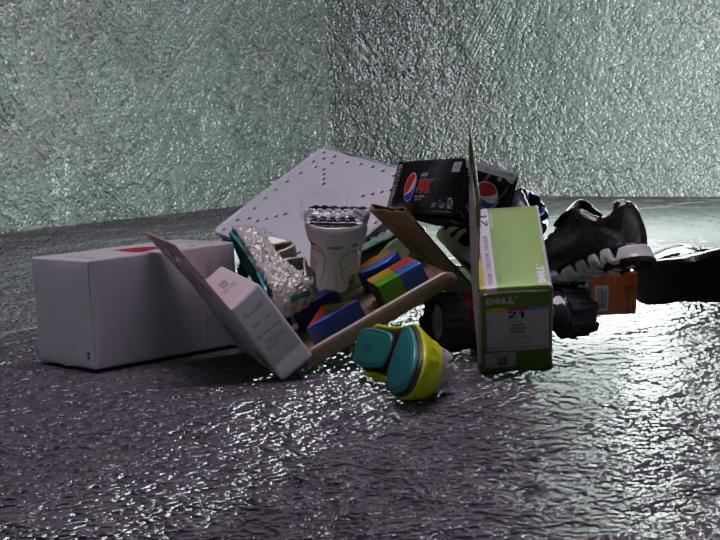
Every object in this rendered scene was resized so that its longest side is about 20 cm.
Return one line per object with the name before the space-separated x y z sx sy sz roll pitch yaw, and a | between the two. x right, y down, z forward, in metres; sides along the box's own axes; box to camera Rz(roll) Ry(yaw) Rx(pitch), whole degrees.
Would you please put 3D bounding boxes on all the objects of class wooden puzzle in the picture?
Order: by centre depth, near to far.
wooden puzzle | -0.003 0.032 1.594 0.184 0.047 0.200 -30 9 -7

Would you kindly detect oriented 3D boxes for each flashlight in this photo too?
flashlight | 0.164 0.052 1.591 0.198 0.068 0.068 -1 -7 -22

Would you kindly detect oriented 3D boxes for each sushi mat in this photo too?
sushi mat | 0.092 -0.002 1.678 0.012 0.200 0.096 -48 19 -14

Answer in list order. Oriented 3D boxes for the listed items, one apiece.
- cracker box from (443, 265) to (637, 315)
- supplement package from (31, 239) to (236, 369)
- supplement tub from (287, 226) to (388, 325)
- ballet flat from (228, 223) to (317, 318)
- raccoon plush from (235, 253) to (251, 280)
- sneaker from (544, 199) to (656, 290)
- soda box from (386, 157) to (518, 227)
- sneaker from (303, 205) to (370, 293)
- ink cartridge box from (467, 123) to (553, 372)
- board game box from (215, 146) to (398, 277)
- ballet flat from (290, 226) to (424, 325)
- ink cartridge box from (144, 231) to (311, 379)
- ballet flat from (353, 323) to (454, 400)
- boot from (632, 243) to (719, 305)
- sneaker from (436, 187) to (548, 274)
cracker box | 0.216 0.024 1.770 0.198 0.058 0.133 2 1 35
supplement package | -0.251 0.034 1.659 0.199 0.121 0.121 -9 9 -43
supplement tub | -0.019 0.002 1.837 0.198 0.124 0.122 -5 7 -15
ballet flat | -0.093 -0.002 1.644 0.071 0.072 0.200 -5 26 -17
raccoon plush | -0.230 0.021 1.942 0.133 0.098 0.200 -9 4 19
sneaker | 0.235 -0.029 1.635 0.199 0.091 0.066 -16 -16 41
soda box | 0.098 -0.084 1.617 0.070 0.064 0.200 13 -1 -20
sneaker | -0.028 -0.027 1.604 0.074 0.082 0.200 0 11 5
ink cartridge box | 0.146 -0.023 1.444 0.075 0.202 0.148 -2 35 2
board game box | -0.042 -0.069 1.770 0.199 0.026 0.200 19 48 42
ballet flat | 0.000 0.000 1.733 0.199 0.072 0.072 -34 18 -20
ink cartridge box | -0.140 0.021 1.532 0.045 0.177 0.200 -40 15 -9
ballet flat | 0.050 0.084 1.368 0.066 0.067 0.200 17 -1 -15
boot | 0.441 0.003 1.869 0.198 0.074 0.151 -7 5 12
sneaker | 0.157 -0.044 1.664 0.112 0.073 0.200 -45 15 0
